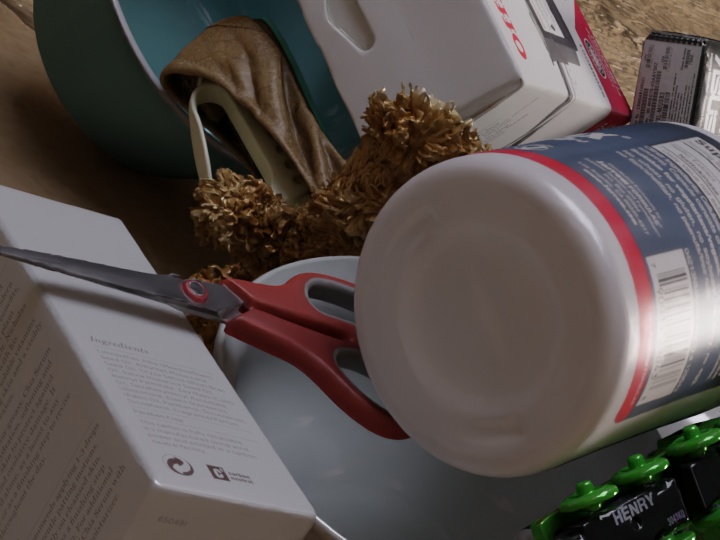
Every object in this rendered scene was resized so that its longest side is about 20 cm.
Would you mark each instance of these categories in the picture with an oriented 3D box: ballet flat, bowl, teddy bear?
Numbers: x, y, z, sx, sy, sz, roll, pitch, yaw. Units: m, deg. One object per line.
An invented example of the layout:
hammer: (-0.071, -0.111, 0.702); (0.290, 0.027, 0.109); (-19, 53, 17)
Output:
ballet flat: (-0.031, -0.034, 1.304); (0.072, 0.068, 0.200); (-25, 67, -22)
bowl: (-0.087, -0.127, 1.442); (0.201, 0.105, 0.201); (21, 59, -39)
bowl: (0.021, 0.092, 1.116); (0.201, 0.090, 0.201); (18, 35, -13)
teddy bear: (0.000, 0.000, 1.204); (0.145, 0.200, 0.067); (42, 35, -37)

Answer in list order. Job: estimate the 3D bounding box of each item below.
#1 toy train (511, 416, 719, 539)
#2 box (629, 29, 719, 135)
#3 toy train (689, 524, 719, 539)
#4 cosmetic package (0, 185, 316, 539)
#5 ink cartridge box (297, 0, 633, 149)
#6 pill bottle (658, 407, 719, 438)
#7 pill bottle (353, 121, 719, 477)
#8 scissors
toy train: (0.131, 0.075, 1.071); (0.200, 0.056, 0.042); (-22, 93, -40)
box: (0.208, -0.016, 1.500); (0.047, 0.200, 0.193); (13, 5, 42)
toy train: (0.128, 0.103, 1.175); (0.056, 0.042, 0.200); (-1, -4, -42)
cosmetic package: (-0.103, 0.064, 1.034); (0.071, 0.101, 0.200); (15, 25, -36)
ink cartridge box: (0.045, -0.124, 1.383); (0.145, 0.083, 0.200); (64, 17, 10)
pill bottle: (0.210, 0.140, 1.246); (0.200, 0.113, 0.113); (37, 21, 21)
pill bottle: (0.100, 0.004, 1.097); (0.120, 0.120, 0.200); (38, 28, 25)
scissors: (-0.054, 0.009, 1.056); (0.200, 0.014, 0.073); (24, 37, -23)
